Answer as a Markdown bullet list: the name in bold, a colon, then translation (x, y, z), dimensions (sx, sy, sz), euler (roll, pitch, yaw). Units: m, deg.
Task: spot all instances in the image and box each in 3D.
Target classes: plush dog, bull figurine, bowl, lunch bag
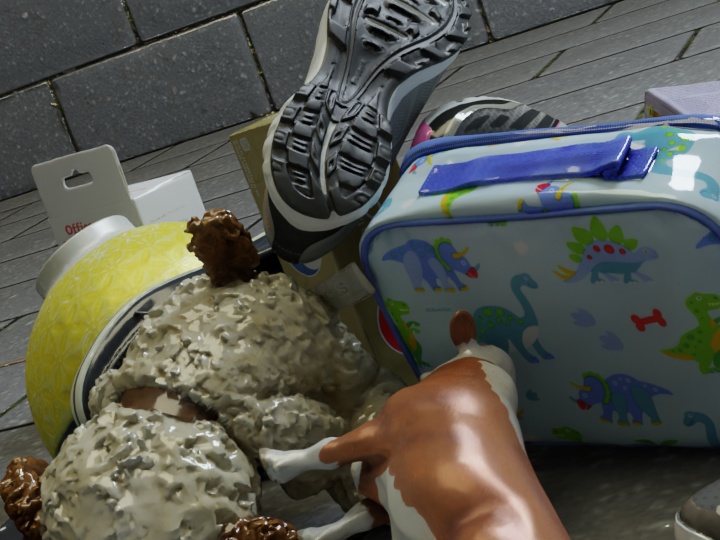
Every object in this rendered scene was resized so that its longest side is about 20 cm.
- **plush dog**: translation (-0.079, 0.083, 0.693), dimensions (0.198, 0.161, 0.172), euler (8, 47, 24)
- **bull figurine**: translation (0.029, 0.097, 0.604), dimensions (0.121, 0.065, 0.200), euler (-25, 30, 0)
- **bowl**: translation (-0.159, 0.028, 0.982), dimensions (0.200, 0.108, 0.200), euler (-39, -11, -9)
- **lunch bag**: translation (0.108, 0.006, 0.684), dimensions (0.199, 0.161, 0.083), euler (-4, 40, 36)

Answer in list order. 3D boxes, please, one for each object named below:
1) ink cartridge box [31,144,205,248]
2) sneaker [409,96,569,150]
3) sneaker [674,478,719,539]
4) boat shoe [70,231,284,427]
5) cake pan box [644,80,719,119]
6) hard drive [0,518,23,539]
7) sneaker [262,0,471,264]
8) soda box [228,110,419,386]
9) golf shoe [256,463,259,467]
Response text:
- **ink cartridge box**: translation (-0.168, -0.005, 1.122), dimensions (0.115, 0.202, 0.067), euler (-8, 16, 44)
- **sneaker**: translation (0.119, -0.043, 0.778), dimensions (0.199, 0.074, 0.087), euler (16, 1, -33)
- **sneaker**: translation (0.207, 0.053, 0.551), dimensions (0.198, 0.083, 0.077), euler (-21, 12, -2)
- **boat shoe**: translation (-0.084, 0.033, 0.850), dimensions (0.199, 0.075, 0.062), euler (-34, 19, -25)
- **cake pan box**: translation (0.294, -0.076, 0.863), dimensions (0.198, 0.053, 0.184), euler (-9, 26, -11)
- **hard drive**: translation (-0.162, 0.168, 0.751), dimensions (0.139, 0.038, 0.200), euler (-15, 13, 22)
- **sneaker**: translation (-0.003, -0.088, 0.757), dimensions (0.201, 0.074, 0.079), euler (-62, 0, -35)
- **soda box**: translation (0.000, 0.000, 0.827), dimensions (0.064, 0.201, 0.068), euler (-26, 10, -29)
- **golf shoe**: translation (-0.065, 0.090, 0.895), dimensions (0.199, 0.078, 0.088), euler (-27, 30, -7)
